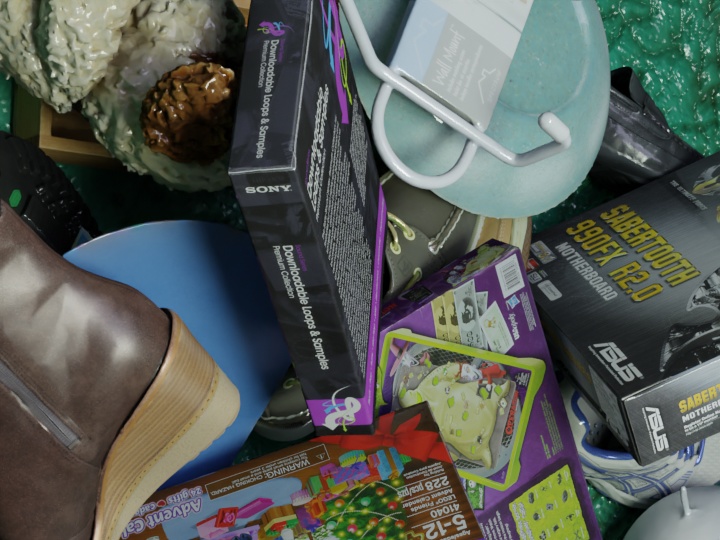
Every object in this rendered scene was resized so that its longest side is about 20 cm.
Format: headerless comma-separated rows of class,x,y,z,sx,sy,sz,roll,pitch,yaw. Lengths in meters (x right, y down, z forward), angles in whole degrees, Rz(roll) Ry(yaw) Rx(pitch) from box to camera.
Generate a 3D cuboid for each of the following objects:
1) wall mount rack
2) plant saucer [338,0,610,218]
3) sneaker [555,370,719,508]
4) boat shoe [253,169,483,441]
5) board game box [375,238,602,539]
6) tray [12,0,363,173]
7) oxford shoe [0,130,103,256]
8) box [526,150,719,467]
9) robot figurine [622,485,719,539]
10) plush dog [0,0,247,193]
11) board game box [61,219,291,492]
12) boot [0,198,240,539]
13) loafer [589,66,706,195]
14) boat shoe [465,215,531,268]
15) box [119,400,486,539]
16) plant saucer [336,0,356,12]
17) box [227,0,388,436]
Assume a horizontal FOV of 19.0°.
wall mount rack,0.049,-0.151,1.108,0.173,0.074,0.201,33,61,-23
plant saucer,0.078,-0.131,1.198,0.200,0.039,0.202,12,71,-37
sneaker,0.169,0.101,1.284,0.199,0.088,0.076,8,77,-36
boat shoe,0.002,0.001,1.168,0.202,0.072,0.060,-51,157,-20
board game box,0.060,0.097,1.171,0.120,0.032,0.201,-32,119,-28
tray,-0.089,-0.099,1.156,0.199,0.037,0.099,7,80,-36
oxford shoe,-0.195,-0.026,1.056,0.200,0.084,0.073,39,28,-43
box,0.182,0.015,1.204,0.158,0.200,0.049,-24,119,-6
robot figurine,0.230,0.206,1.296,0.200,0.113,0.170,40,97,-24
plush dog,-0.113,-0.108,1.031,0.160,0.200,0.172,-43,92,11
board game box,-0.118,0.051,1.076,0.158,0.039,0.201,13,115,-40
boot,-0.172,0.075,0.998,0.200,0.072,0.166,-46,122,11
loafer,0.157,-0.089,1.311,0.200,0.068,0.071,24,80,-27
boat shoe,0.039,0.029,1.214,0.076,0.072,0.201,22,71,-20
box,-0.036,0.156,1.058,0.199,0.039,0.137,-19,52,-6
plant saucer,0.000,-0.230,1.220,0.200,0.051,0.202,10,73,-37
box,-0.021,-0.035,1.029,0.200,0.036,0.143,77,14,-49
